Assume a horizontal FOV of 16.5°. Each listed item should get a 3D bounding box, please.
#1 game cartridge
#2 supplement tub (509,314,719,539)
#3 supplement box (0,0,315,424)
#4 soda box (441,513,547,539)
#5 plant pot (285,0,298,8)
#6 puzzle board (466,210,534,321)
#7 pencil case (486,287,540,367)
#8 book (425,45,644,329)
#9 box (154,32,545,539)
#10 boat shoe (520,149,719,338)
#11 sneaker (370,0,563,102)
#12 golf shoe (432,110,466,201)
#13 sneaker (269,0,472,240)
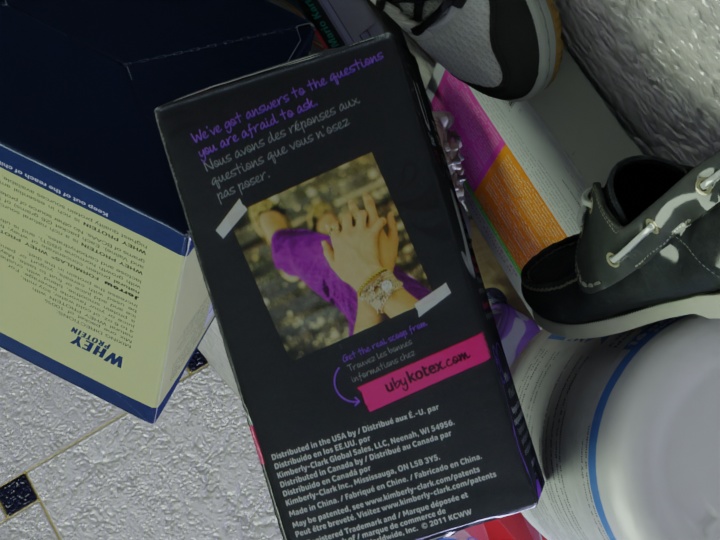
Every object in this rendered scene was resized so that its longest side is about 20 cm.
[{"bbox_3d":[-0.032,-0.169,1.210,0.200,0.038,0.130,57,-168,-27],"label":"game cartridge"},{"bbox_3d":[0.143,0.077,1.095,0.132,0.132,0.200,53,171,-8],"label":"supplement tub"},{"bbox_3d":[-0.148,-0.060,1.212,0.200,0.134,0.200,27,150,6],"label":"supplement box"},{"bbox_3d":[0.060,0.104,1.221,0.063,0.070,0.200,-6,137,38],"label":"soda box"},{"bbox_3d":[-0.058,-0.058,1.436,0.188,0.200,0.200,36,165,25],"label":"plant pot"},{"bbox_3d":[0.074,0.050,1.365,0.200,0.151,0.017,58,-153,-30],"label":"puzzle board"},{"bbox_3d":[0.121,0.101,1.322,0.200,0.084,0.085,38,164,-8],"label":"pencil case"},{"bbox_3d":[0.082,-0.052,1.176,0.134,0.048,0.200,55,171,5],"label":"book"},{"bbox_3d":[-0.002,0.014,1.036,0.122,0.106,0.200,4,-111,-85],"label":"box"},{"bbox_3d":[0.120,-0.017,0.991,0.068,0.072,0.200,57,156,-8],"label":"boat shoe"},{"bbox_3d":[-0.001,-0.141,1.039,0.200,0.088,0.076,50,140,3],"label":"sneaker"},{"bbox_3d":[0.000,0.000,1.228,0.078,0.097,0.200,-82,1,-45],"label":"golf shoe"},{"bbox_3d":[-0.009,-0.085,1.302,0.200,0.076,0.092,45,-145,4],"label":"sneaker"}]
